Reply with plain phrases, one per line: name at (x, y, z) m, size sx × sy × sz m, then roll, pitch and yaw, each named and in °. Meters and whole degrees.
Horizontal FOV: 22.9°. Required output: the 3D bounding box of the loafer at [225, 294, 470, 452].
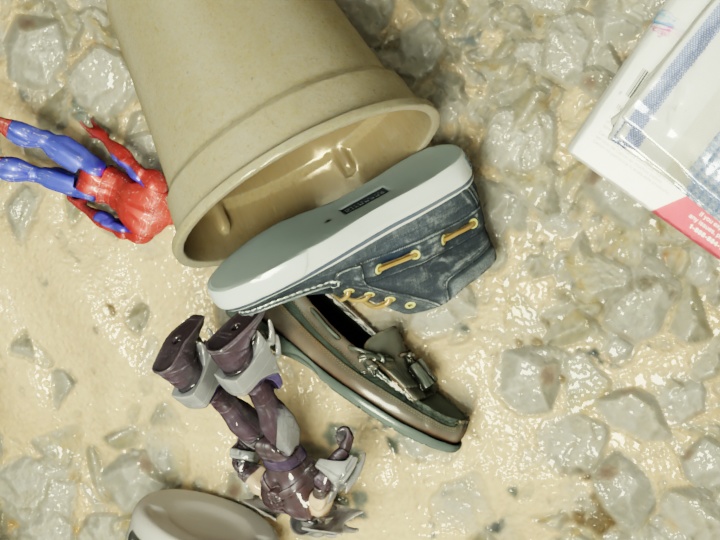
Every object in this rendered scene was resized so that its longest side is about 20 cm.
loafer at (-0.004, 0.053, 1.253) m, size 0.199 × 0.072 × 0.063 m, roll 32°, pitch 100°, yaw 13°

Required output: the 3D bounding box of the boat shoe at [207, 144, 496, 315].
boat shoe at (0.000, 0.000, 1.198) m, size 0.199 × 0.071 × 0.091 m, roll -27°, pitch 114°, yaw -11°

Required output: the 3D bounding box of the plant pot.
plant pot at (-0.076, -0.132, 1.196) m, size 0.200 × 0.200 × 0.185 m, roll -33°, pitch 76°, yaw 19°

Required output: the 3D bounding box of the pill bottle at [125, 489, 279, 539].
pill bottle at (-0.136, 0.274, 1.302) m, size 0.113 × 0.114 × 0.202 m, roll 20°, pitch 104°, yaw 13°

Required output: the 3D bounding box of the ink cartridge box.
ink cartridge box at (0.249, -0.120, 1.136) m, size 0.147 × 0.086 × 0.201 m, roll 37°, pitch 105°, yaw 7°

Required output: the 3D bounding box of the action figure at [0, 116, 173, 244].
action figure at (-0.204, -0.072, 1.305) m, size 0.199 × 0.052 × 0.066 m, roll 25°, pitch 110°, yaw 7°

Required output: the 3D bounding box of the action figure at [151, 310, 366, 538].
action figure at (-0.060, 0.117, 1.251) m, size 0.129 × 0.070 × 0.201 m, roll -1°, pitch 130°, yaw 39°

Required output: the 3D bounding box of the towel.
towel at (0.270, -0.081, 1.082) m, size 0.199 × 0.024 × 0.147 m, roll 38°, pitch 105°, yaw 2°
